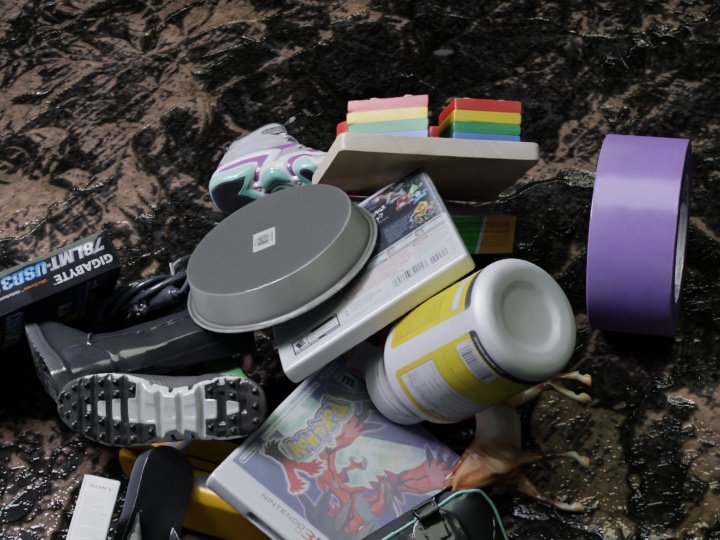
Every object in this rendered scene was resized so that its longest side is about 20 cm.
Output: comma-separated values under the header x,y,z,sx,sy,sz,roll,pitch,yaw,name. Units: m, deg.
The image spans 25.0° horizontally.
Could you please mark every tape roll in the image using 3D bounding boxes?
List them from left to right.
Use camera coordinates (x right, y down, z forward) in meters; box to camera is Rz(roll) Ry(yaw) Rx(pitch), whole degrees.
x,y,z,sx,sy,sz,roll,pitch,yaw,name
0.283,-0.035,1.639,0.085,0.200,0.200,5,41,15,tape roll

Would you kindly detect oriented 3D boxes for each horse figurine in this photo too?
x,y,z,sx,sy,sz,roll,pitch,yaw,name
0.149,0.144,1.520,0.132,0.050,0.200,5,66,5,horse figurine

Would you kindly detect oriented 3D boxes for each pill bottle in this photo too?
x,y,z,sx,sy,sz,roll,pitch,yaw,name
0.092,0.073,1.463,0.200,0.112,0.112,-32,13,50,pill bottle

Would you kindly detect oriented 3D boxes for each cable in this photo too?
x,y,z,sx,sy,sz,roll,pitch,yaw,name
-0.194,0.020,1.720,0.163,0.051,0.200,-25,0,22,cable

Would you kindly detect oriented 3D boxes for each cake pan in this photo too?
x,y,z,sx,sy,sz,roll,pitch,yaw,name
-0.082,-0.017,1.557,0.200,0.037,0.200,-20,30,12,cake pan

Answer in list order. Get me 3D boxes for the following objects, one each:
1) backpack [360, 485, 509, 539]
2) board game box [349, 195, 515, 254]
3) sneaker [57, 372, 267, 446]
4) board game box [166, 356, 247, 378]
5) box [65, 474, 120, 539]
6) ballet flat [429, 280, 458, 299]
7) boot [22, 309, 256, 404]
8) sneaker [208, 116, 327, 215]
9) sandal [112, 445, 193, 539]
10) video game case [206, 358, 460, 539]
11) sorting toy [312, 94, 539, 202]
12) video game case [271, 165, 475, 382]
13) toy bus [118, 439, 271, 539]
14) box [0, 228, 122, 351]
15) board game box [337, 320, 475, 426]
x,y,z,sx,sy,sz,roll,pitch,yaw,name
0.057,0.298,1.296,0.176,0.153,0.200,-28,81,-26,backpack
0.045,-0.051,1.724,0.153,0.040,0.200,-1,10,-29,board game box
-0.175,0.127,1.488,0.200,0.067,0.090,-1,-4,10,sneaker
-0.196,0.104,1.620,0.134,0.029,0.200,-14,18,-12,board game box
-0.247,0.292,1.367,0.036,0.144,0.200,15,39,-5,box
-0.001,0.008,1.636,0.200,0.072,0.068,4,80,9,ballet flat
-0.218,0.065,1.596,0.200,0.066,0.165,-20,27,-18,boot
-0.073,-0.135,1.910,0.200,0.078,0.140,0,40,7,sneaker
-0.183,0.247,1.420,0.043,0.076,0.200,-19,57,42,sandal
-0.012,0.189,1.477,0.182,0.023,0.200,38,45,8,video game case
0.061,-0.128,1.667,0.199,0.200,0.070,2,81,-10,sorting toy
0.000,0.000,1.542,0.200,0.023,0.182,-33,32,8,video game case
-0.138,0.202,1.523,0.200,0.065,0.078,12,45,21,toy bus
-0.351,0.037,1.668,0.198,0.200,0.050,-25,83,-19,box
0.046,0.092,1.635,0.200,0.040,0.153,-9,39,-2,board game box
